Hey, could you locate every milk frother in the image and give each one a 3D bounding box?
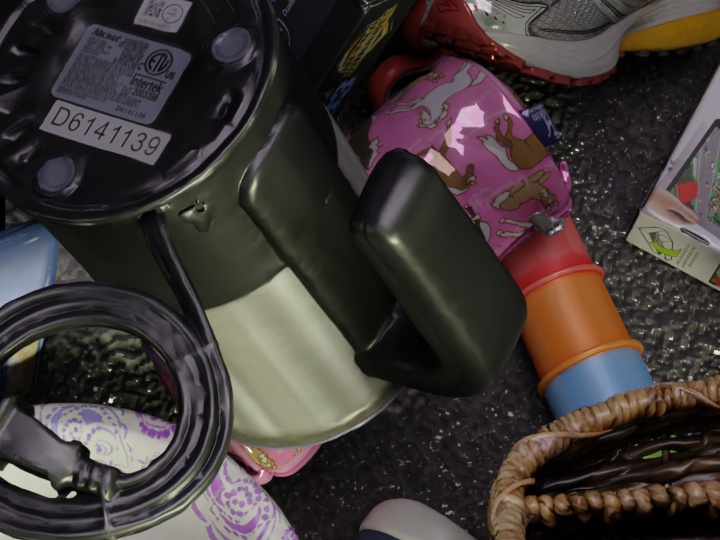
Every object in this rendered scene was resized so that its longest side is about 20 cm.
[{"bbox_3d":[-0.062,0.021,0.921,0.200,0.188,0.180,-47,55,-8],"label":"milk frother"}]

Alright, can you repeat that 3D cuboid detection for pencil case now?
[{"bbox_3d":[0.000,0.000,1.072,0.200,0.083,0.086,-43,39,-6],"label":"pencil case"}]

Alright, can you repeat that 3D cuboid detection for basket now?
[{"bbox_3d":[0.148,0.104,0.942,0.199,0.149,0.144,-3,74,1],"label":"basket"}]

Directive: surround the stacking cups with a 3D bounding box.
[{"bbox_3d":[0.109,0.059,1.091,0.060,0.061,0.201,-18,71,-14],"label":"stacking cups"}]

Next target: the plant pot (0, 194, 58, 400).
[{"bbox_3d":[-0.228,-0.016,1.012,0.199,0.200,0.181,-24,80,-16],"label":"plant pot"}]

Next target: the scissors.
[{"bbox_3d":[0.077,-0.126,1.184,0.014,0.073,0.200,40,44,24],"label":"scissors"}]

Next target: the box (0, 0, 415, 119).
[{"bbox_3d":[-0.093,-0.119,1.067,0.199,0.200,0.050,46,43,10],"label":"box"}]

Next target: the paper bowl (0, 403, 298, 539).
[{"bbox_3d":[-0.115,0.161,0.998,0.199,0.104,0.202,2,68,-6],"label":"paper bowl"}]

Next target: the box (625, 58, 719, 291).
[{"bbox_3d":[0.215,-0.074,1.175,0.110,0.035,0.201,29,67,5],"label":"box"}]

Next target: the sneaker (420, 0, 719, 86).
[{"bbox_3d":[0.097,-0.135,1.118,0.078,0.083,0.200,22,28,33],"label":"sneaker"}]

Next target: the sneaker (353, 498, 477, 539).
[{"bbox_3d":[0.070,0.180,1.036,0.199,0.075,0.085,30,71,13],"label":"sneaker"}]
